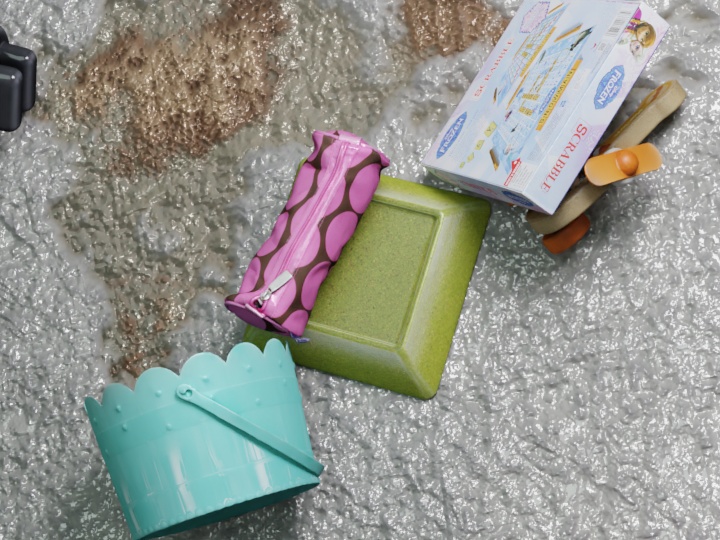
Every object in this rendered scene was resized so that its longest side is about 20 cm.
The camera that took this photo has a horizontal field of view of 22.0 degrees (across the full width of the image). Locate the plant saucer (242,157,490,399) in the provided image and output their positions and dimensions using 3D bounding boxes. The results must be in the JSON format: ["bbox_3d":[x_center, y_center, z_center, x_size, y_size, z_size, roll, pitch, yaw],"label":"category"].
[{"bbox_3d":[0.000,0.000,1.747,0.199,0.048,0.200,14,81,17],"label":"plant saucer"}]

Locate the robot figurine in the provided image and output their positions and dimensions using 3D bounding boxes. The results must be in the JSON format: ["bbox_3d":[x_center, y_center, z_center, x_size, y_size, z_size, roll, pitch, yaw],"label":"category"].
[{"bbox_3d":[-0.428,-0.203,1.858,0.200,0.150,0.125,14,88,5],"label":"robot figurine"}]

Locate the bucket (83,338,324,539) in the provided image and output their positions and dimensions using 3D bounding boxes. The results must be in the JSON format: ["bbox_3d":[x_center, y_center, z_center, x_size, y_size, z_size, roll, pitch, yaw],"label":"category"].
[{"bbox_3d":[-0.137,0.155,1.669,0.207,0.207,0.135,-19,81,9],"label":"bucket"}]

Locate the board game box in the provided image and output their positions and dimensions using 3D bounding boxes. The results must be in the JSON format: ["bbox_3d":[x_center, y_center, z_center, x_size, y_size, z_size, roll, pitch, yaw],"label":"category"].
[{"bbox_3d":[0.163,-0.156,1.681,0.200,0.041,0.199,-57,26,-4],"label":"board game box"}]

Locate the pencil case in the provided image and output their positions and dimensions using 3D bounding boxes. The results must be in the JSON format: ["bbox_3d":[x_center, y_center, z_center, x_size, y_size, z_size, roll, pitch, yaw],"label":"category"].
[{"bbox_3d":[-0.047,-0.036,1.694,0.091,0.094,0.200,23,83,18],"label":"pencil case"}]

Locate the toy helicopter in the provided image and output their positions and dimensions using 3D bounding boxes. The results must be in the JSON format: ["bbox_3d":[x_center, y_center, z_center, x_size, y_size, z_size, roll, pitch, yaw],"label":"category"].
[{"bbox_3d":[0.228,-0.106,1.681,0.200,0.132,0.079,-45,99,-17],"label":"toy helicopter"}]
